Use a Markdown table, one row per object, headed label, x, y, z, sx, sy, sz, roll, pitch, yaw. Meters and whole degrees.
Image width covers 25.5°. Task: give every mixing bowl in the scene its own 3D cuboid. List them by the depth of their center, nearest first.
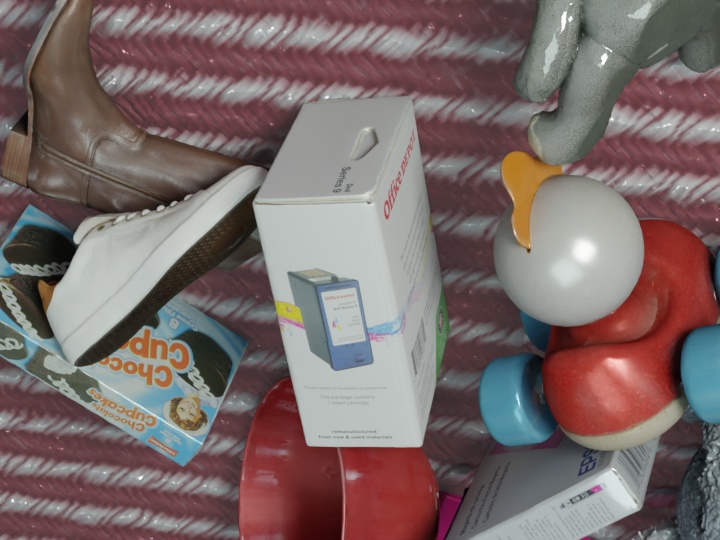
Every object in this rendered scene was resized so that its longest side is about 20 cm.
| label | x | y | z | sx | sy | sz | roll | pitch | yaw |
| --- | --- | --- | --- | --- | --- | --- | --- | --- | --- |
| mixing bowl | -0.009 | 0.181 | 1.207 | 0.108 | 0.201 | 0.201 | 3 | 129 | -26 |

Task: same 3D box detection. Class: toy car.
| label | x | y | z | sx | sy | sz | roll | pitch | yaw |
| --- | --- | --- | --- | --- | --- | --- | --- | --- | --- |
| toy car | 0.150 | -0.006 | 1.023 | 0.184 | 0.177 | 0.200 | -10 | 125 | 36 |

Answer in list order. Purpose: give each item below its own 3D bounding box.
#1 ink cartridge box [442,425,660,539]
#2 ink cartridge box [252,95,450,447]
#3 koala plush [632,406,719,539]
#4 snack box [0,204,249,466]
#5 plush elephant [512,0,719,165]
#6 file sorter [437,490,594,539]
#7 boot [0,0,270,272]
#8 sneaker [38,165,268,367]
| label | x | y | z | sx | sy | sz | roll | pitch | yaw |
| --- | --- | --- | --- | --- | --- | --- | --- | --- | --- |
| ink cartridge box | 0.121 | 0.148 | 1.129 | 0.199 | 0.196 | 0.043 | -31 | 100 | 25 |
| ink cartridge box | 0.000 | 0.000 | 1.093 | 0.087 | 0.146 | 0.201 | -1 | 123 | 14 |
| koala plush | 0.279 | 0.192 | 1.155 | 0.177 | 0.184 | 0.200 | 23 | 136 | -2 |
| snack box | -0.189 | 0.047 | 1.181 | 0.199 | 0.116 | 0.037 | 33 | 131 | -10 |
| plush elephant | 0.131 | -0.190 | 0.949 | 0.164 | 0.155 | 0.200 | -35 | 155 | -11 |
| file sorter | 0.130 | 0.294 | 1.263 | 0.199 | 0.139 | 0.126 | 18 | 128 | 0 |
| boot | -0.139 | -0.096 | 1.112 | 0.199 | 0.064 | 0.187 | 23 | 132 | -2 |
| sneaker | -0.149 | -0.023 | 1.097 | 0.200 | 0.073 | 0.085 | -38 | 75 | 16 |
